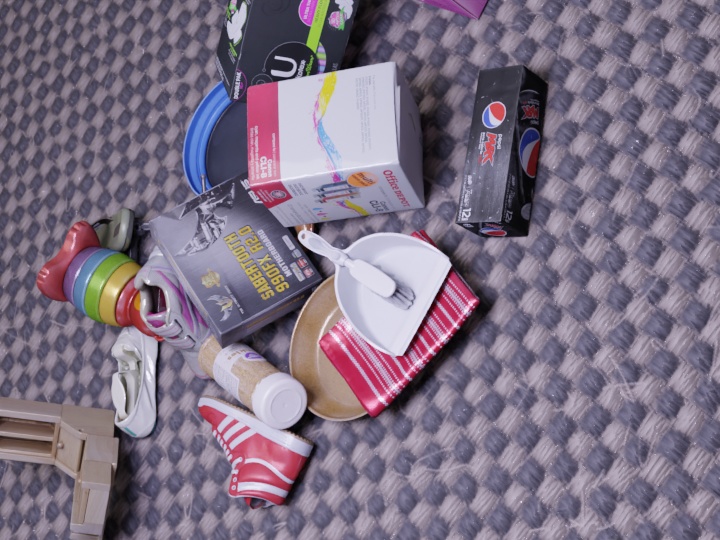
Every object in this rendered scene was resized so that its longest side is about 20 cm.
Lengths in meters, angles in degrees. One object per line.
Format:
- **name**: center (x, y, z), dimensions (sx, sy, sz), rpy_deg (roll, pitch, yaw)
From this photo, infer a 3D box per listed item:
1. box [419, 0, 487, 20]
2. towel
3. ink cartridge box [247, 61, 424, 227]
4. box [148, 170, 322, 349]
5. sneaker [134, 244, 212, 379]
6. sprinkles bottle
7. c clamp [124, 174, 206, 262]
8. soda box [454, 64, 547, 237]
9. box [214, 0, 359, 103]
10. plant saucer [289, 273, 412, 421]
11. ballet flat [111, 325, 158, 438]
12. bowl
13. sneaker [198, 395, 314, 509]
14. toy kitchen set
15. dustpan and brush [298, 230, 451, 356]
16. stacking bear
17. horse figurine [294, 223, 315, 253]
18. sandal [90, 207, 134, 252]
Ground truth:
- **box**: center (0.114, -0.460, 1.732), dimensions (0.175, 0.096, 0.201), rpy_deg (28, 93, 42)
- **towel**: center (0.044, 0.064, 1.598), dimensions (0.200, 0.022, 0.145), rpy_deg (-49, 51, 14)
- **ink cartridge box**: center (-0.027, -0.158, 1.665), dimensions (0.198, 0.145, 0.146), rpy_deg (-8, 68, 14)
- **box**: center (-0.168, -0.017, 1.746), dimensions (0.157, 0.048, 0.201), rpy_deg (-28, 66, -17)
- **sneaker**: center (-0.256, 0.068, 1.800), dimensions (0.081, 0.088, 0.201), rpy_deg (-16, 106, 40)
- **sprinkles bottle**: center (-0.145, 0.142, 1.716), dimensions (0.200, 0.068, 0.069), rpy_deg (28, 92, 54)
- **c clamp**: center (-0.287, -0.043, 1.943), dimensions (0.199, 0.027, 0.173), rpy_deg (-8, 87, 39)
- **soda box**: center (0.173, -0.144, 1.587), dimensions (0.070, 0.063, 0.202), rpy_deg (0, 74, 39)
- **box**: center (-0.100, -0.336, 1.768), dimensions (0.125, 0.147, 0.201), rpy_deg (-115, 37, -52)
- **plant saucer**: center (-0.005, 0.096, 1.665), dimensions (0.199, 0.035, 0.202), rpy_deg (-15, 65, 35)
- **ballet flat**: center (-0.332, 0.143, 1.900), dimensions (0.069, 0.069, 0.202), rpy_deg (-22, 61, 32)
- **bowl**: center (-0.177, -0.191, 1.913), dimensions (0.199, 0.039, 0.203), rpy_deg (-16, 64, 35)
- **sneaker**: center (-0.158, 0.241, 1.715), dimensions (0.199, 0.071, 0.113), rpy_deg (19, 83, 40)
- **toy kitchen set**: center (-0.440, 0.305, 1.823), dimensions (0.200, 0.179, 0.165), rpy_deg (-111, 32, -65)
- **dustpan and brush**: center (0.000, 0.000, 1.602), dimensions (0.199, 0.057, 0.140), rpy_deg (32, 95, 41)
- **stacking bear**: center (-0.347, 0.032, 1.895), dimensions (0.199, 0.114, 0.122), rpy_deg (25, 70, 22)
- **horse figurine**: center (-0.070, -0.130, 1.792), dimensions (0.201, 0.050, 0.132), rpy_deg (-53, 52, 9)
- **sandal**: center (-0.400, -0.047, 2.004), dimensions (0.201, 0.057, 0.081), rpy_deg (-38, 51, 54)
